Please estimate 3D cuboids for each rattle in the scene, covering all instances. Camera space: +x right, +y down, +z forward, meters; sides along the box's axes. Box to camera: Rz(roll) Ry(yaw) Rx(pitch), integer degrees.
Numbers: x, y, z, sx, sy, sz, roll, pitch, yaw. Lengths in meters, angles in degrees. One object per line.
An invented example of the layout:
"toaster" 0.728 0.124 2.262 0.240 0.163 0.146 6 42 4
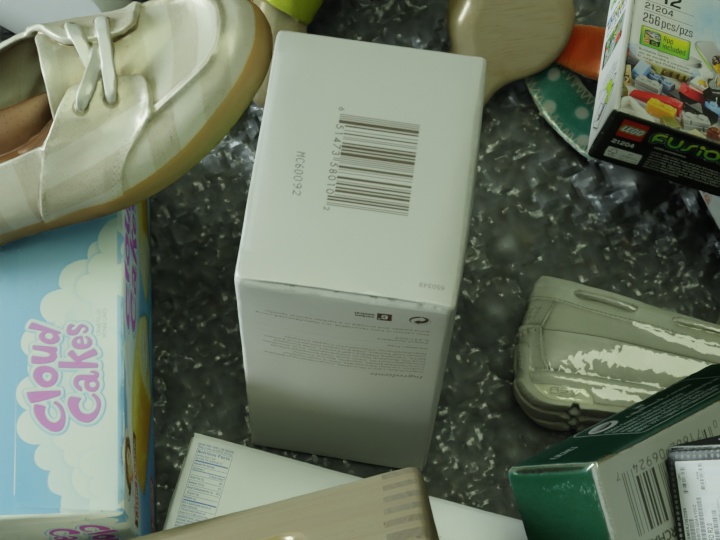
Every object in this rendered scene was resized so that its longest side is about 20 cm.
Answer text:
"rattle" 0.036 -0.124 0.926 0.199 0.143 0.131 1 101 -17

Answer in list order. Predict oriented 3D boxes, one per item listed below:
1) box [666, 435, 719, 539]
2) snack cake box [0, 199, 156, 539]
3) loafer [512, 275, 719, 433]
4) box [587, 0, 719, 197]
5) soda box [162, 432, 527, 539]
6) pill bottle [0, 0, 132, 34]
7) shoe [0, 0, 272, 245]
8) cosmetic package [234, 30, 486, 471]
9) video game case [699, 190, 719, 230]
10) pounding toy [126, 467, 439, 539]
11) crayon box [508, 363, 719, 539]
"box" 0.198 0.154 0.742 0.160 0.044 0.201 -8 89 -40
"snack cake box" -0.125 0.021 0.819 0.067 0.115 0.201 -2 69 -2
"loafer" 0.167 0.042 0.844 0.199 0.070 0.070 9 72 0
"box" 0.202 -0.071 0.837 0.199 0.035 0.110 17 56 -6
"soda box" 0.018 0.129 0.807 0.199 0.068 0.064 15 70 5
"pill bottle" -0.116 -0.208 0.909 0.111 0.111 0.201 19 70 6
"shoe" -0.125 -0.052 0.737 0.200 0.053 0.070 -27 58 16
"cosmetic package" 0.000 0.000 0.785 0.084 0.200 0.108 8 67 1
"video game case" 0.241 -0.052 0.872 0.199 0.023 0.182 -12 63 -23
"pounding toy" -0.049 0.198 0.697 0.199 0.142 0.185 -15 98 1
"crayon box" 0.142 0.149 0.759 0.125 0.051 0.201 -21 96 -38
